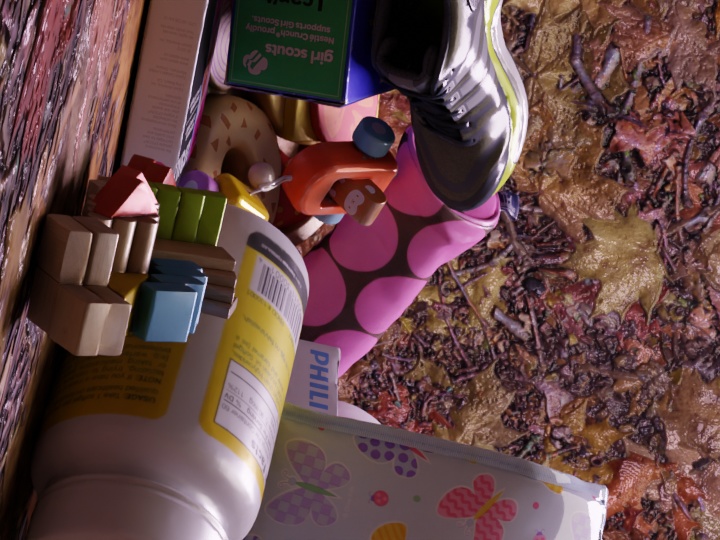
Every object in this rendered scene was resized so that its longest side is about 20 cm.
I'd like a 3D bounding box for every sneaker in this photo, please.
[{"bbox_3d":[0.039,-0.111,1.188,0.081,0.074,0.201,-48,141,-39],"label":"sneaker"}]

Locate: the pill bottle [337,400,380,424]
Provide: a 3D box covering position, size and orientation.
[{"bbox_3d":[-0.032,0.145,1.510,0.200,0.111,0.112,144,-41,-79],"label":"pill bottle"}]

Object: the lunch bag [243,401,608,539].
[{"bbox_3d":[0.024,0.176,1.188,0.127,0.199,0.170,118,-16,-80],"label":"lunch bag"}]

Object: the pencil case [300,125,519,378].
[{"bbox_3d":[0.000,0.000,1.357,0.200,0.091,0.094,-43,-157,25],"label":"pencil case"}]

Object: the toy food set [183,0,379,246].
[{"bbox_3d":[-0.050,-0.105,1.329,0.200,0.049,0.199,-5,103,-51],"label":"toy food set"}]

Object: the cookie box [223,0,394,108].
[{"bbox_3d":[-0.002,-0.202,1.216,0.171,0.075,0.201,-29,127,-68],"label":"cookie box"}]

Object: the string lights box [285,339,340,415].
[{"bbox_3d":[-0.069,0.140,1.344,0.200,0.059,0.103,117,-19,-45],"label":"string lights box"}]

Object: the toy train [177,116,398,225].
[{"bbox_3d":[-0.058,-0.001,1.255,0.200,0.150,0.056,-52,-124,32],"label":"toy train"}]

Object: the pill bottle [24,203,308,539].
[{"bbox_3d":[-0.097,0.071,1.090,0.114,0.114,0.200,105,-1,-51],"label":"pill bottle"}]

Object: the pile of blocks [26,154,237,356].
[{"bbox_3d":[-0.091,-0.015,0.975,0.200,0.082,0.062,-80,-177,-76],"label":"pile of blocks"}]

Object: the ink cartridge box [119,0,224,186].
[{"bbox_3d":[-0.099,-0.107,1.176,0.095,0.037,0.201,-79,-176,-67],"label":"ink cartridge box"}]
